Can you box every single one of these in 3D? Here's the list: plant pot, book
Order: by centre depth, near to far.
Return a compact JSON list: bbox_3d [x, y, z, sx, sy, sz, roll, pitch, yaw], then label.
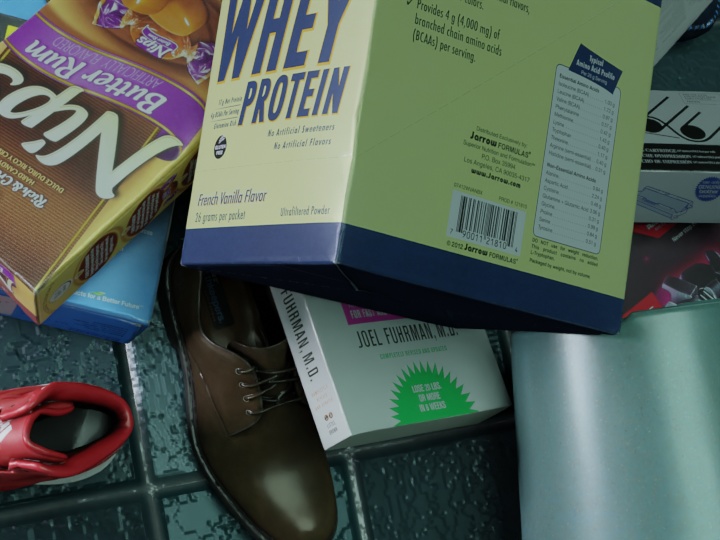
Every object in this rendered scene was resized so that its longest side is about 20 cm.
[{"bbox_3d":[0.173,0.121,0.897,0.199,0.200,0.197,-6,86,-21],"label":"plant pot"},{"bbox_3d":[0.000,0.000,0.915,0.133,0.048,0.201,-5,69,-45],"label":"book"}]

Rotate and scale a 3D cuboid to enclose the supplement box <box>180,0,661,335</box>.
[{"bbox_3d":[0.036,-0.082,0.816,0.199,0.134,0.201,14,81,-38],"label":"supplement box"}]

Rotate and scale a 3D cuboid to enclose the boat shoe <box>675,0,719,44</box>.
[{"bbox_3d":[0.160,-0.204,1.053,0.199,0.069,0.085,13,73,-17],"label":"boat shoe"}]

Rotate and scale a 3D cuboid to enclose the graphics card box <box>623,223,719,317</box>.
[{"bbox_3d":[0.220,0.054,1.024,0.125,0.051,0.200,-34,91,-24],"label":"graphics card box"}]

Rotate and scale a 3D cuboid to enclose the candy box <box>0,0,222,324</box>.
[{"bbox_3d":[-0.142,-0.082,0.840,0.117,0.056,0.200,41,70,7],"label":"candy box"}]

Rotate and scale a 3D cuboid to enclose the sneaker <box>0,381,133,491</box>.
[{"bbox_3d":[-0.215,0.087,0.820,0.199,0.115,0.079,-14,82,-22],"label":"sneaker"}]

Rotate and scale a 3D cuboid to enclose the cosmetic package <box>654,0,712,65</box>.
[{"bbox_3d":[0.189,-0.192,0.968,0.051,0.083,0.200,37,78,29],"label":"cosmetic package"}]

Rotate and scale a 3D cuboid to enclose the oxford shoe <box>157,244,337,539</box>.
[{"bbox_3d":[-0.061,0.072,0.899,0.072,0.084,0.201,-22,87,-25],"label":"oxford shoe"}]

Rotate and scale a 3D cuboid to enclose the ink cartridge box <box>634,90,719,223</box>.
[{"bbox_3d":[0.146,-0.074,0.991,0.199,0.044,0.094,0,39,-11],"label":"ink cartridge box"}]

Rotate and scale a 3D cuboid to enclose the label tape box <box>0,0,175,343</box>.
[{"bbox_3d":[-0.177,-0.073,0.901,0.144,0.063,0.201,14,73,-15],"label":"label tape box"}]
